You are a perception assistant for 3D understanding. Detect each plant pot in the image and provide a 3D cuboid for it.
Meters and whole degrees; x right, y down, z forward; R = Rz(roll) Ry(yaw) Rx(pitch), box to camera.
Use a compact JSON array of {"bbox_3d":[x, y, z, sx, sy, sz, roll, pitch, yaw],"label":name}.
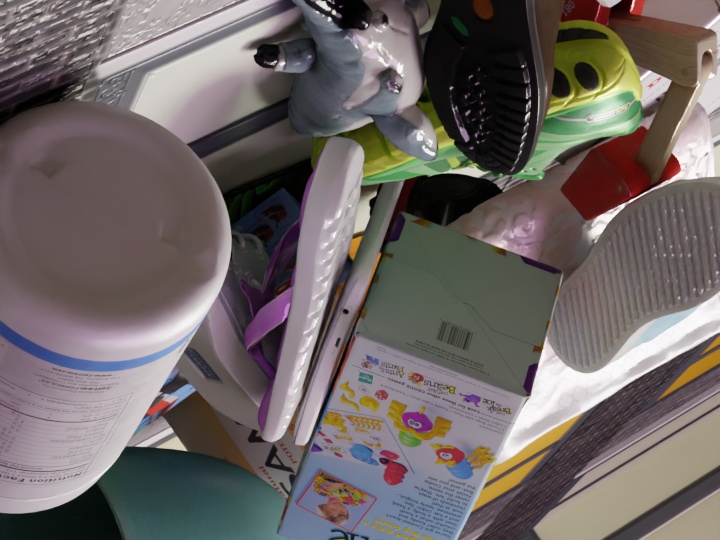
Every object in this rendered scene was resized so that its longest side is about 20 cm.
[{"bbox_3d":[-0.130,0.210,1.652,0.161,0.201,0.201,-2,149,-35],"label":"plant pot"}]

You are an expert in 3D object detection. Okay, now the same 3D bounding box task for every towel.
[{"bbox_3d":[0.138,0.009,1.537,0.200,0.032,0.191,-28,133,-15],"label":"towel"}]

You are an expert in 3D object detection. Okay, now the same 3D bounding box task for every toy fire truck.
[{"bbox_3d":[0.152,-0.135,1.370,0.049,0.141,0.200,-24,163,-39],"label":"toy fire truck"}]

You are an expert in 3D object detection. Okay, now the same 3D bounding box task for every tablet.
[{"bbox_3d":[0.000,0.000,1.468,0.200,0.014,0.130,-71,-178,-55],"label":"tablet"}]

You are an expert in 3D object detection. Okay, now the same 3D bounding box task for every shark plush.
[{"bbox_3d":[-0.013,-0.102,1.256,0.083,0.091,0.200,-5,176,9],"label":"shark plush"}]

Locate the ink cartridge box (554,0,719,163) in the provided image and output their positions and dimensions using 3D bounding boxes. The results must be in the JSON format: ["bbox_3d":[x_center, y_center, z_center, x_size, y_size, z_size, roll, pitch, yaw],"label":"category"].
[{"bbox_3d":[0.167,-0.133,1.539,0.146,0.085,0.200,-38,164,12],"label":"ink cartridge box"}]

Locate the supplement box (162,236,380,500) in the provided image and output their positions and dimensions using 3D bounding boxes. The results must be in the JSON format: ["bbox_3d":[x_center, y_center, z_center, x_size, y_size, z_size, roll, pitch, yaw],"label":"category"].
[{"bbox_3d":[-0.032,0.085,1.709,0.074,0.126,0.200,-20,159,-51],"label":"supplement box"}]

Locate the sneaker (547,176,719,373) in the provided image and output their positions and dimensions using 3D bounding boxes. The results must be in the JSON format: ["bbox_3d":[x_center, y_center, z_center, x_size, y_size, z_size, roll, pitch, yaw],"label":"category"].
[{"bbox_3d":[0.182,-0.011,1.446,0.082,0.074,0.200,-32,176,-35],"label":"sneaker"}]

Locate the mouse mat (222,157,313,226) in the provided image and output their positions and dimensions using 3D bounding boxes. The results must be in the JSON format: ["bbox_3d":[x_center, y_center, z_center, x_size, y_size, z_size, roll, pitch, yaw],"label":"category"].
[{"bbox_3d":[-0.112,0.006,1.503,0.161,0.008,0.200,-25,162,-37],"label":"mouse mat"}]

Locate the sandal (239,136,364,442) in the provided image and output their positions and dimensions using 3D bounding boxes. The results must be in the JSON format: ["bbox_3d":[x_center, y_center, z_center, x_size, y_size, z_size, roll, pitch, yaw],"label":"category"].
[{"bbox_3d":[-0.039,0.005,1.356,0.082,0.050,0.203,-65,172,-52],"label":"sandal"}]

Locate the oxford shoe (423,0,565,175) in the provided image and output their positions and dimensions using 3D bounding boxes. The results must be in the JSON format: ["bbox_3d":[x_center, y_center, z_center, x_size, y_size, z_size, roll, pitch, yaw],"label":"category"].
[{"bbox_3d":[0.080,-0.133,1.244,0.084,0.073,0.200,-42,148,-35],"label":"oxford shoe"}]

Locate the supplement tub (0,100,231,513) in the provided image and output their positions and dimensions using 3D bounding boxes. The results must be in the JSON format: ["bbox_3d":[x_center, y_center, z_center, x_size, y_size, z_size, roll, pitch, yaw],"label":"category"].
[{"bbox_3d":[-0.150,0.021,1.198,0.132,0.132,0.200,-27,165,-32],"label":"supplement tub"}]

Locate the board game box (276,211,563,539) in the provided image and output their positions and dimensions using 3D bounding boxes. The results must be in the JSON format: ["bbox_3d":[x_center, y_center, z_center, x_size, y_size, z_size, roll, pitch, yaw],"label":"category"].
[{"bbox_3d":[0.033,0.079,1.461,0.200,0.105,0.103,112,-2,-47],"label":"board game box"}]

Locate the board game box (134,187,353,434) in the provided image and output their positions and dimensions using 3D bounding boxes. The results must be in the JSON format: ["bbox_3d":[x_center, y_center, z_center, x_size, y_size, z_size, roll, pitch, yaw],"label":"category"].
[{"bbox_3d":[-0.103,0.034,1.527,0.200,0.037,0.151,-37,166,3],"label":"board game box"}]

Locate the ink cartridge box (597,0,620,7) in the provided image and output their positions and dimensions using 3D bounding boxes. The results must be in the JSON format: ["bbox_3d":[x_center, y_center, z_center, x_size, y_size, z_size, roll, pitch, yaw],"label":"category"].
[{"bbox_3d":[0.138,-0.222,1.147,0.176,0.084,0.200,-42,166,8],"label":"ink cartridge box"}]

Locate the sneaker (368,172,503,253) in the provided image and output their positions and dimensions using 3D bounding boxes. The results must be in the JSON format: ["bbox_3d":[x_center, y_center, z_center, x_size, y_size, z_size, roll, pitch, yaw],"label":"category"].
[{"bbox_3d":[0.072,0.028,1.586,0.098,0.200,0.071,-6,-170,37],"label":"sneaker"}]

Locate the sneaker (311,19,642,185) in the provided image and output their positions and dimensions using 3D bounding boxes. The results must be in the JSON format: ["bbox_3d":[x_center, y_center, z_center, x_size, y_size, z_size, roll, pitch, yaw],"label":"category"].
[{"bbox_3d":[0.062,-0.074,1.364,0.200,0.074,0.084,-12,140,27],"label":"sneaker"}]

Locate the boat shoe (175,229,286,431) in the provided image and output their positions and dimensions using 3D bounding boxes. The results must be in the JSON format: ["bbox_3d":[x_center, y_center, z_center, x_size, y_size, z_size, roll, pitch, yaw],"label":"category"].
[{"bbox_3d":[-0.082,0.014,1.408,0.072,0.070,0.201,-61,145,-23],"label":"boat shoe"}]
